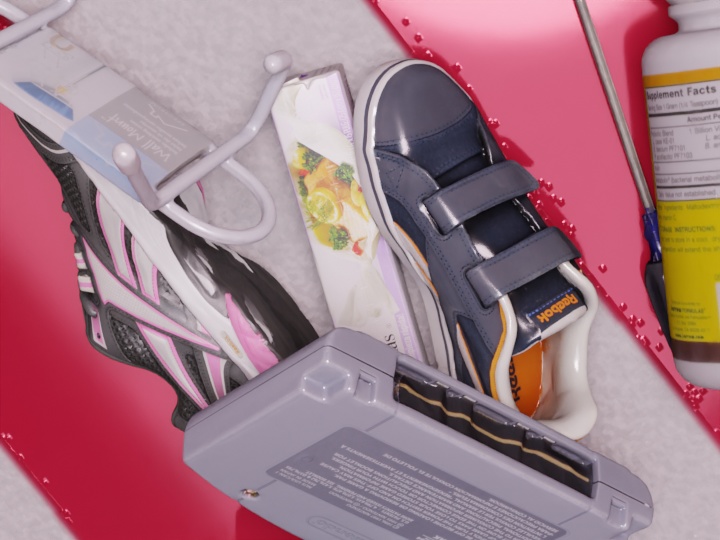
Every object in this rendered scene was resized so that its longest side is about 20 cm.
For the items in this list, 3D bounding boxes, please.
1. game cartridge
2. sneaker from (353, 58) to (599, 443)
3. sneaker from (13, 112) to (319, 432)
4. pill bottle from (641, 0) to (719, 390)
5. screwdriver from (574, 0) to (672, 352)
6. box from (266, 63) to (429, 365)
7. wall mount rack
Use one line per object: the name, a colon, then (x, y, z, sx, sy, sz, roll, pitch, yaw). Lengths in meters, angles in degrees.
game cartridge: (0.023, 0.098, 1.033, 0.199, 0.041, 0.133, 28, 137, -29)
sneaker: (0.063, -0.008, 1.040, 0.078, 0.079, 0.202, -29, 106, -31)
sneaker: (-0.110, 0.000, 1.062, 0.086, 0.080, 0.201, -36, 91, 19)
pill bottle: (0.189, -0.051, 1.016, 0.108, 0.109, 0.202, -6, 94, 4)
screwdriver: (0.139, -0.046, 1.067, 0.029, 0.028, 0.202, -20, 99, -25)
box: (0.000, 0.000, 1.073, 0.038, 0.041, 0.202, -15, 100, 6)
wall mount rack: (-0.121, -0.085, 0.974, 0.199, 0.174, 0.075, 34, 122, 9)
